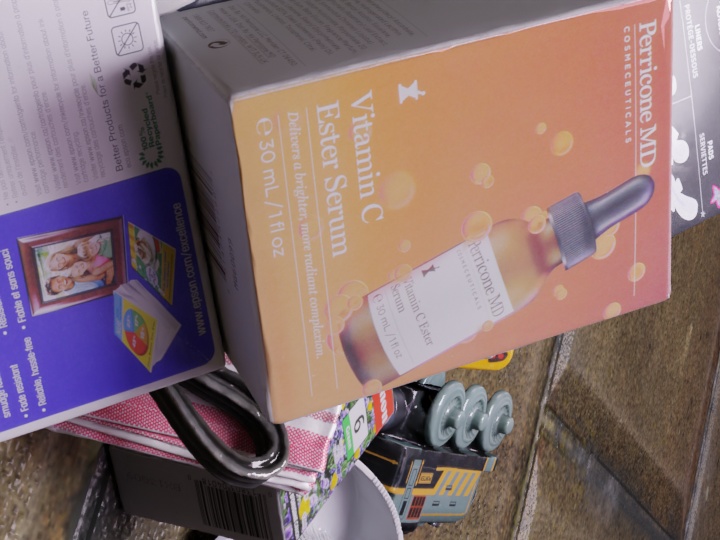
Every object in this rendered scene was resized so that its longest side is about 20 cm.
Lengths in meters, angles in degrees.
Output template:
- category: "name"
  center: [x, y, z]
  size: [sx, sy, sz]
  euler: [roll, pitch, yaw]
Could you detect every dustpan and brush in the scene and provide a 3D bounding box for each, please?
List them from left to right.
- category: "dustpan and brush"
  center: [-0.011, 0.199, 0.923]
  size: [0.140, 0.057, 0.200]
  euler: [-46, 143, 1]

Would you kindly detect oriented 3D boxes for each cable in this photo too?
- category: "cable"
  center: [-0.105, 0.017, 0.689]
  size: [0.097, 0.050, 0.201]
  euler: [-24, 75, -49]

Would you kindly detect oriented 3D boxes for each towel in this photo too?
- category: "towel"
  center: [-0.071, 0.002, 0.756]
  size: [0.030, 0.145, 0.202]
  euler: [128, -25, -67]

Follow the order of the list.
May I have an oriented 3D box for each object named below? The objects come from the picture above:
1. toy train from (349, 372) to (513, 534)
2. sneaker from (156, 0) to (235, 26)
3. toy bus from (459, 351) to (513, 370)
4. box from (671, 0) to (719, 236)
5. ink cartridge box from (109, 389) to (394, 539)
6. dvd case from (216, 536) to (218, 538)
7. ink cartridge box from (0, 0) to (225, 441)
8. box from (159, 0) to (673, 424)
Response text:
- category: "toy train"
  center: [0.040, 0.124, 1.025]
  size: [0.200, 0.085, 0.115]
  euler: [19, 91, -65]
- category: "sneaker"
  center: [-0.030, -0.083, 0.707]
  size: [0.199, 0.079, 0.131]
  euler: [-12, 77, -59]
- category: "toy bus"
  center: [0.060, 0.017, 0.980]
  size: [0.200, 0.064, 0.079]
  euler: [-149, -115, -79]
- category: "box"
  center: [0.116, -0.104, 0.804]
  size: [0.114, 0.199, 0.133]
  euler: [-24, 114, -26]
- category: "ink cartridge box"
  center: [-0.043, 0.073, 0.852]
  size: [0.200, 0.108, 0.051]
  euler: [-48, 138, -49]
- category: "dvd case"
  center: [-0.026, 0.133, 0.999]
  size: [0.201, 0.022, 0.147]
  euler: [-64, 147, -31]
- category: "ink cartridge box"
  center: [-0.166, -0.024, 0.599]
  size: [0.198, 0.043, 0.200]
  euler: [-18, 115, -22]
- category: "box"
  center: [0.027, -0.047, 0.649]
  size: [0.198, 0.106, 0.154]
  euler: [-17, 121, -17]
